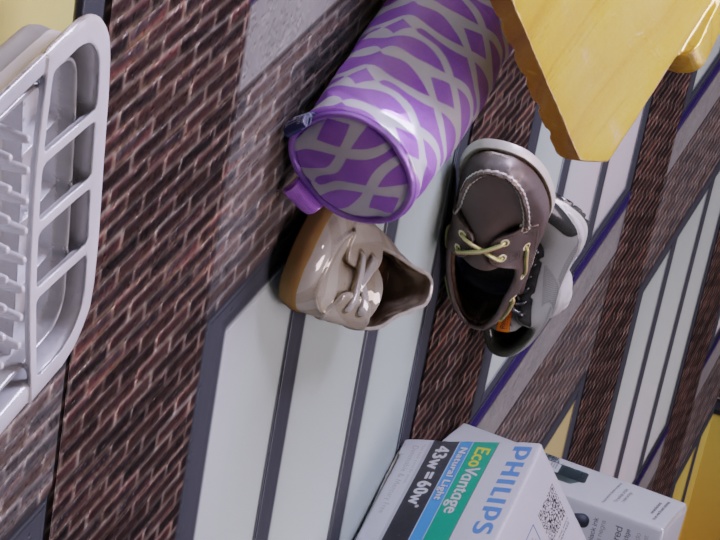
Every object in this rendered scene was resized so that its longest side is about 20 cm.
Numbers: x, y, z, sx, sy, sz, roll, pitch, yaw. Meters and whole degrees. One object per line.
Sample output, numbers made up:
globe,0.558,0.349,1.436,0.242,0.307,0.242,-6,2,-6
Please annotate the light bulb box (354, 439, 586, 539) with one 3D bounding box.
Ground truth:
light bulb box,0.080,0.261,1.961,0.199,0.124,0.201,-60,136,-38

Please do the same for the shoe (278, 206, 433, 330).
shoe,0.000,0.000,1.602,0.200,0.053,0.070,16,93,-76

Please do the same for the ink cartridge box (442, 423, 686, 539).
ink cartridge box,0.141,0.227,2.133,0.083,0.199,0.148,-25,131,-67

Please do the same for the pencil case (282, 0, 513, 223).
pencil case,0.028,-0.106,1.525,0.085,0.084,0.200,-35,-166,45

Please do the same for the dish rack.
dish rack,-0.161,0.004,1.021,0.200,0.043,0.172,-54,159,-50

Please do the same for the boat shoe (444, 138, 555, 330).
boat shoe,0.093,-0.024,1.898,0.200,0.071,0.060,93,17,-63

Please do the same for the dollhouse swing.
dollhouse swing,0.102,-0.189,1.547,0.176,0.181,0.200,-44,134,-17

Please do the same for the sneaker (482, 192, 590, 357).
sneaker,0.127,-0.001,2.050,0.080,0.074,0.201,-58,161,-27
